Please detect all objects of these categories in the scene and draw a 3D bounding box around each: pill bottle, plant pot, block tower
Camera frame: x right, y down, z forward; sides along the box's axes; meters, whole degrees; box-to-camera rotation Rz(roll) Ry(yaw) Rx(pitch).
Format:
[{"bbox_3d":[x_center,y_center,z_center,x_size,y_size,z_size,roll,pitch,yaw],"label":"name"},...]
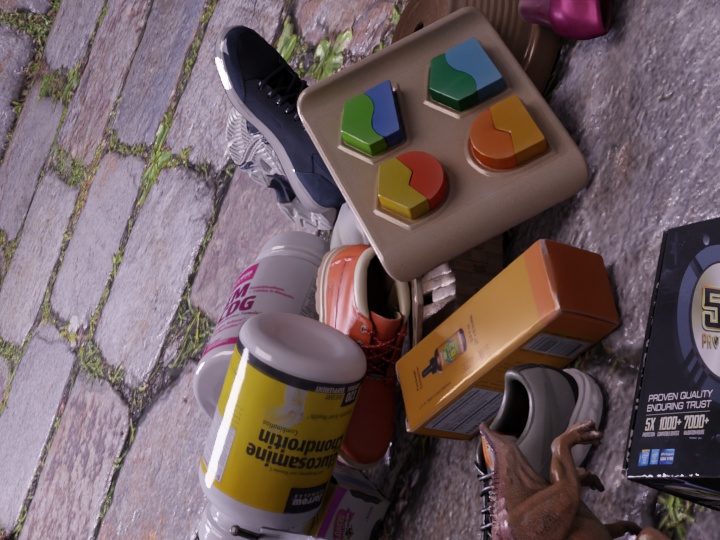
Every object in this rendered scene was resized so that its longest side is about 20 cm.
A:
[{"bbox_3d":[-0.080,0.058,1.393,0.113,0.113,0.201,-48,14,37],"label":"pill bottle"},{"bbox_3d":[0.089,-0.204,1.322,0.201,0.092,0.202,-43,36,42],"label":"plant pot"},{"bbox_3d":[-0.073,0.146,1.220,0.112,0.111,0.202,-128,52,-60],"label":"pill bottle"},{"bbox_3d":[0.084,-0.039,1.224,0.058,0.054,0.202,-23,62,55],"label":"block tower"}]

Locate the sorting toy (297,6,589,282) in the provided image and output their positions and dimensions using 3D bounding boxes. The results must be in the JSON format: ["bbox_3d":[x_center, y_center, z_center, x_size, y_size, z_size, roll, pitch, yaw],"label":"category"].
[{"bbox_3d":[0.063,-0.112,1.182,0.184,0.037,0.201,-27,62,-3],"label":"sorting toy"}]

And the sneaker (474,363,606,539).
[{"bbox_3d":[0.110,0.163,1.043,0.074,0.079,0.202,4,77,61],"label":"sneaker"}]

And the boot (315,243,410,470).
[{"bbox_3d":[0.005,0.075,1.259,0.107,0.074,0.202,168,98,-67],"label":"boot"}]

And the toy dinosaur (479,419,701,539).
[{"bbox_3d":[0.127,0.185,0.919,0.135,0.200,0.086,-37,-12,-20],"label":"toy dinosaur"}]

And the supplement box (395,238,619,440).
[{"bbox_3d":[0.109,0.059,1.122,0.200,0.068,0.067,-42,47,41],"label":"supplement box"}]

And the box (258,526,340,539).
[{"bbox_3d":[-0.015,0.314,1.106,0.148,0.124,0.202,-4,69,52],"label":"box"}]

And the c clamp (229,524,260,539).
[{"bbox_3d":[-0.070,0.318,1.189,0.027,0.170,0.202,1,77,39],"label":"c clamp"}]

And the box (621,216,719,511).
[{"bbox_3d":[0.256,0.051,0.829,0.199,0.086,0.165,-13,60,60],"label":"box"}]

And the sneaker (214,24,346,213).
[{"bbox_3d":[-0.039,-0.156,1.343,0.146,0.203,0.077,-14,27,50],"label":"sneaker"}]

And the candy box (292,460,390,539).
[{"bbox_3d":[-0.059,0.229,1.340,0.137,0.061,0.200,-67,27,5],"label":"candy box"}]

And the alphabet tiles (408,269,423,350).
[{"bbox_3d":[0.046,-0.002,1.259,0.168,0.007,0.201,88,180,-53],"label":"alphabet tiles"}]

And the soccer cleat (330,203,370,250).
[{"bbox_3d":[0.000,0.000,1.388,0.078,0.069,0.201,-45,28,49],"label":"soccer cleat"}]

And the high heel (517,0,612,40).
[{"bbox_3d":[0.208,-0.288,1.205,0.096,0.067,0.202,24,96,47],"label":"high heel"}]

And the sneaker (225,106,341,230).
[{"bbox_3d":[-0.061,-0.146,1.490,0.079,0.199,0.131,3,60,36],"label":"sneaker"}]
